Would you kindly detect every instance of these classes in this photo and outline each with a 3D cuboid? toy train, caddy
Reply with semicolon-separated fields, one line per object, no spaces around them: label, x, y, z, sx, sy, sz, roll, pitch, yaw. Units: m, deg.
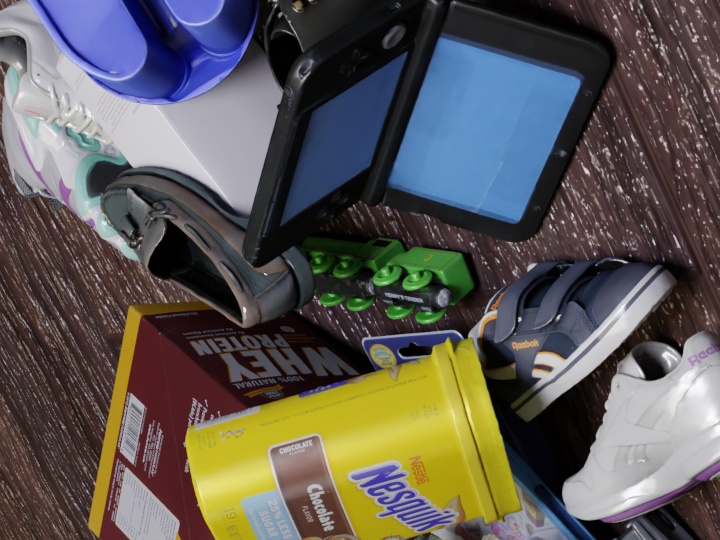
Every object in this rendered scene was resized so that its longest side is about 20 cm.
toy train;0.000;0.000;1.540;0.200;0.056;0.042;10;131;46
caddy;-0.158;-0.209;1.452;0.200;0.141;0.105;57;-172;6

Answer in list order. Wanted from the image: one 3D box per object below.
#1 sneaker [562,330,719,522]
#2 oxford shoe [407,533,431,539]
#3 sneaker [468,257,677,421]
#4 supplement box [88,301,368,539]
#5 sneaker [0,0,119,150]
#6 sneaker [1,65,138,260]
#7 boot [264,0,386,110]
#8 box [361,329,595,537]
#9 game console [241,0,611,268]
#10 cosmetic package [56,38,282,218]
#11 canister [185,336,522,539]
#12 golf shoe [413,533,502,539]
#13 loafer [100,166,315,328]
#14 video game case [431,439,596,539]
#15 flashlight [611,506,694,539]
sneaker;0.192;0.102;1.393;0.200;0.075;0.100;-40;72;52
oxford shoe;0.007;0.167;1.662;0.200;0.073;0.085;35;140;27
sneaker;0.128;0.033;1.389;0.079;0.078;0.200;47;148;2
supplement box;-0.089;0.151;1.618;0.200;0.133;0.198;36;120;47
sneaker;-0.219;-0.132;1.658;0.200;0.099;0.078;44;145;16
sneaker;-0.232;-0.073;1.758;0.200;0.078;0.140;58;149;13
boot;-0.012;-0.206;1.303;0.077;0.138;0.200;14;128;44
box;0.086;0.125;1.560;0.121;0.032;0.200;-7;116;53
game console;0.036;-0.070;1.325;0.116;0.176;0.200;42;144;18
cosmetic package;-0.112;-0.111;1.540;0.200;0.108;0.085;54;147;5
canister;-0.003;0.131;1.426;0.149;0.199;0.087;70;-175;-55
golf shoe;0.073;0.237;1.480;0.097;0.078;0.200;39;163;-15
loafer;-0.120;-0.017;1.478;0.200;0.063;0.072;24;136;38
video game case;0.131;0.217;1.546;0.200;0.018;0.143;47;147;7
flashlight;0.239;0.256;1.449;0.200;0.068;0.068;47;127;7
